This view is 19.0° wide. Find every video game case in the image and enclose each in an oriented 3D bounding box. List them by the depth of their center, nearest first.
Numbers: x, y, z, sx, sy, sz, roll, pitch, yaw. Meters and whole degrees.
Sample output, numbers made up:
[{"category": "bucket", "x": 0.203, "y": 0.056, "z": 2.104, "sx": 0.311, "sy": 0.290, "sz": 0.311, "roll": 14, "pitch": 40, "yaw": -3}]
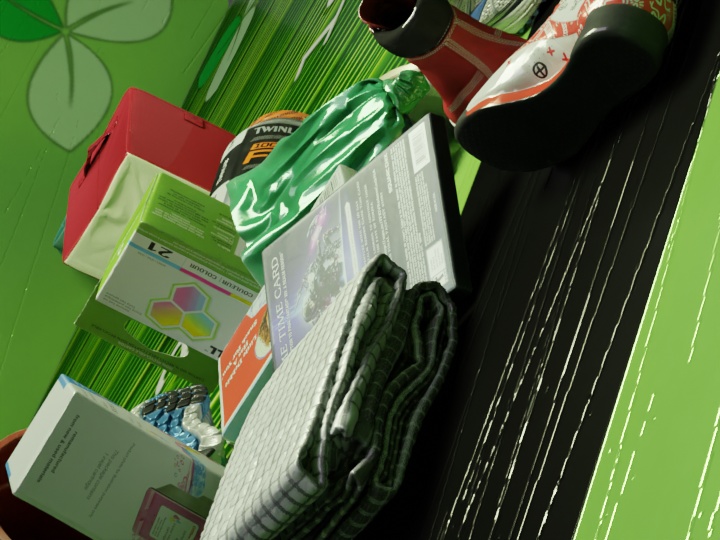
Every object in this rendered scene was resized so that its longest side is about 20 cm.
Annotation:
[{"category": "video game case", "x": 0.000, "y": 0.000, "z": 1.503, "sx": 0.200, "sy": 0.019, "sz": 0.143, "roll": -39, "pitch": 47, "yaw": 40}]

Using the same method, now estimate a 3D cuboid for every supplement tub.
[{"category": "supplement tub", "x": -0.078, "y": -0.055, "z": 1.947, "sx": 0.123, "sy": 0.122, "sz": 0.200, "roll": -54, "pitch": 14, "yaw": 32}]

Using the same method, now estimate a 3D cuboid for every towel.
[{"category": "towel", "x": -0.017, "y": 0.111, "z": 1.376, "sx": 0.166, "sy": 0.085, "sz": 0.200, "roll": -49, "pitch": 15, "yaw": 42}]

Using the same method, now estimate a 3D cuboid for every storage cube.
[{"category": "storage cube", "x": -0.235, "y": -0.080, "z": 2.553, "sx": 0.171, "sy": 0.200, "sz": 0.180, "roll": -56, "pitch": 19, "yaw": 23}]

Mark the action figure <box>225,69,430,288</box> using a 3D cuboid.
[{"category": "action figure", "x": -0.020, "y": -0.087, "z": 1.688, "sx": 0.200, "sy": 0.055, "sz": 0.118, "roll": -43, "pitch": 50, "yaw": 24}]

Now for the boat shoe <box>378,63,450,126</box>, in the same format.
[{"category": "boat shoe", "x": 0.027, "y": -0.102, "z": 1.749, "sx": 0.200, "sy": 0.075, "sz": 0.069, "roll": 137, "pitch": 142, "yaw": -59}]

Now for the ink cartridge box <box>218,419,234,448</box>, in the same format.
[{"category": "ink cartridge box", "x": -0.057, "y": 0.058, "z": 1.806, "sx": 0.200, "sy": 0.037, "sz": 0.095, "roll": -64, "pitch": 10, "yaw": 2}]

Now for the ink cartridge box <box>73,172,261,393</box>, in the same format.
[{"category": "ink cartridge box", "x": -0.153, "y": 0.035, "z": 1.839, "sx": 0.200, "sy": 0.148, "sz": 0.076, "roll": -56, "pitch": 13, "yaw": 37}]

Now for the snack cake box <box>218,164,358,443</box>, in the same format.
[{"category": "snack cake box", "x": -0.032, "y": 0.035, "z": 1.633, "sx": 0.200, "sy": 0.067, "sz": 0.115, "roll": -57, "pitch": 21, "yaw": 22}]

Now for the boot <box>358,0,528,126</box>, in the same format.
[{"category": "boot", "x": 0.058, "y": -0.154, "z": 1.521, "sx": 0.073, "sy": 0.144, "sz": 0.200, "roll": -64, "pitch": 10, "yaw": -5}]

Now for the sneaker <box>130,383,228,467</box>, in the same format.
[{"category": "sneaker", "x": -0.145, "y": 0.161, "z": 1.811, "sx": 0.075, "sy": 0.087, "sz": 0.200, "roll": -21, "pitch": 20, "yaw": -4}]

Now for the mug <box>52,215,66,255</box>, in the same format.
[{"category": "mug", "x": -0.449, "y": -0.081, "z": 3.723, "sx": 0.152, "sy": 0.114, "sz": 0.185, "roll": -63, "pitch": 10, "yaw": -6}]

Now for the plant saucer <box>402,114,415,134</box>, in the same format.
[{"category": "plant saucer", "x": 0.004, "y": -0.025, "z": 1.699, "sx": 0.200, "sy": 0.019, "sz": 0.070, "roll": -56, "pitch": 46, "yaw": 22}]

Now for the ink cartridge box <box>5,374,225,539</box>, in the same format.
[{"category": "ink cartridge box", "x": -0.140, "y": 0.161, "z": 1.505, "sx": 0.085, "sy": 0.200, "sz": 0.145, "roll": -58, "pitch": 11, "yaw": -4}]

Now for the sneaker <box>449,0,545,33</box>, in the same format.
[{"category": "sneaker", "x": 0.093, "y": -0.221, "z": 1.674, "sx": 0.200, "sy": 0.085, "sz": 0.077, "roll": -51, "pitch": 15, "yaw": 42}]

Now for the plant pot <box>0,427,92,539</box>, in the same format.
[{"category": "plant pot", "x": -0.252, "y": 0.270, "z": 1.814, "sx": 0.201, "sy": 0.200, "sz": 0.196, "roll": -80, "pitch": 13, "yaw": -59}]

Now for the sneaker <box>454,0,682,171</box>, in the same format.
[{"category": "sneaker", "x": 0.136, "y": -0.140, "z": 1.334, "sx": 0.201, "sy": 0.067, "sz": 0.108, "roll": -37, "pitch": 26, "yaw": 57}]
